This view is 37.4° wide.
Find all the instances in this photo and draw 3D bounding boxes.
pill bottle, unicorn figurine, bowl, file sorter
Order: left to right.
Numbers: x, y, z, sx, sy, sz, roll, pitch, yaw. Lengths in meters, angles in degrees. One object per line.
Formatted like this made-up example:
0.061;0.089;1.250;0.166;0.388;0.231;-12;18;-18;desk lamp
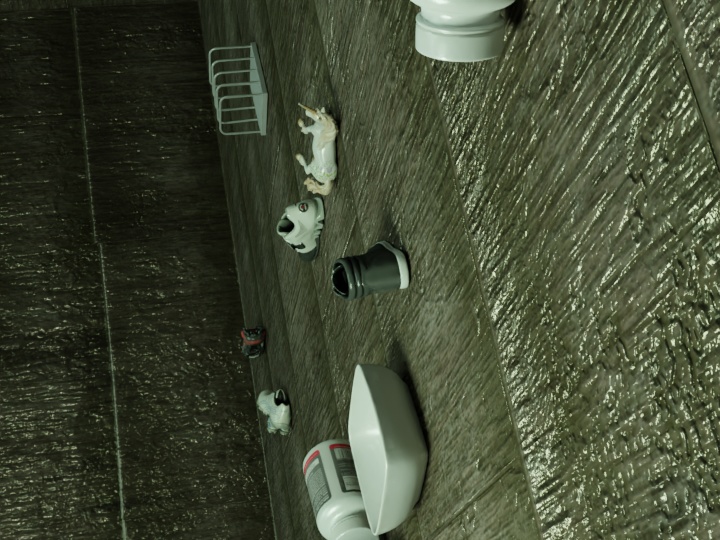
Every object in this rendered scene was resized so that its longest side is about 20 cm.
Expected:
-0.313;-0.460;2.716;0.140;0.123;0.201;98;161;-50;file sorter
-0.072;-0.226;1.856;0.137;0.073;0.202;42;151;59;unicorn figurine
-0.030;0.398;1.839;0.201;0.109;0.112;-112;20;-53;pill bottle
0.040;0.251;1.528;0.201;0.074;0.201;95;163;-45;bowl
0.091;-0.293;0.933;0.112;0.110;0.202;-116;23;-58;pill bottle

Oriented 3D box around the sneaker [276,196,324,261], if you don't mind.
-0.125;-0.080;2.115;0.201;0.087;0.075;102;157;-59;sneaker

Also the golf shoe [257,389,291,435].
-0.222;0.356;2.862;0.200;0.077;0.098;-131;53;-61;golf shoe

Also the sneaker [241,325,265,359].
-0.322;0.220;3.216;0.200;0.070;0.099;168;96;-80;sneaker

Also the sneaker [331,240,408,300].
0.000;0.000;1.534;0.200;0.098;0.072;-164;66;-78;sneaker
